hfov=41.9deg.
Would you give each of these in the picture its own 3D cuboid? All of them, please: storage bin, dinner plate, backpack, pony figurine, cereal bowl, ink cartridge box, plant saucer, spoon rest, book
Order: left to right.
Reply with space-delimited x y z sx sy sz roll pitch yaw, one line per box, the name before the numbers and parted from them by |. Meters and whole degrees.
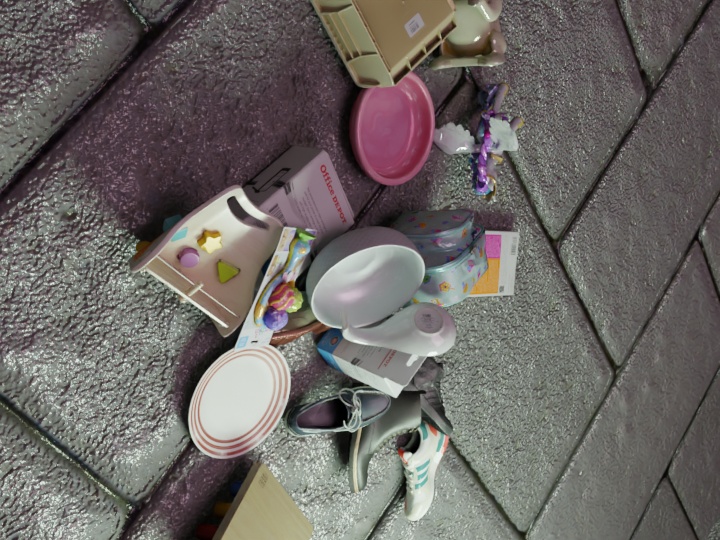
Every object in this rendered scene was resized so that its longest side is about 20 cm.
dinner plate | -0.197 0.208 1.519 0.199 0.024 0.203 -20 120 -39
ink cartridge box | -0.119 -0.082 1.494 0.200 0.084 0.147 -44 128 -29
cereal bowl | 0.000 0.000 1.528 0.198 0.084 0.201 -16 141 -13
ink cartridge box | 0.038 0.139 1.620 0.116 0.199 0.067 -52 141 -22
storage bin | 0.043 -0.436 1.546 0.200 0.093 0.200 -46 121 -28
plant saucer | 0.049 -0.252 1.647 0.199 0.051 0.203 -14 110 -42
spoon rest | 0.061 0.095 1.547 0.197 0.061 0.100 3 57 -12
backpack | 0.125 -0.020 1.664 0.200 0.174 0.155 -56 140 -50
book | 0.252 -0.016 1.916 0.199 0.048 0.135 1 97 -46
pony figurine | 0.243 -0.255 1.791 0.193 0.165 0.202 53 47 -47

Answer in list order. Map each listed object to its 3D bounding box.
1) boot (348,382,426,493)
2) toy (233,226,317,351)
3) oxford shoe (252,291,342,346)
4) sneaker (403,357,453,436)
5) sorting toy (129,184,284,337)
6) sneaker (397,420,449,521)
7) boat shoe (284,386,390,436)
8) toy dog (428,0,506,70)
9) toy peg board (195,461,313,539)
boot | 0.047 0.309 1.715 0.136 0.078 0.203 3 101 -3
toy | -0.114 0.034 1.419 0.115 0.047 0.202 -1 114 -68
oxford shoe | -0.111 0.078 1.570 0.199 0.071 0.075 -15 82 -39
sneaker | 0.135 0.220 1.818 0.200 0.060 0.104 46 75 -16
sorting toy | -0.207 -0.034 1.351 0.180 0.107 0.200 -40 133 8
sneaker | 0.105 0.391 1.862 0.093 0.070 0.202 19 87 -29
boat shoe | -0.033 0.243 1.632 0.198 0.062 0.076 -5 83 -21
toy dog | 0.207 -0.477 1.693 0.193 0.138 0.202 -33 123 -51
toy peg board | -0.197 0.454 1.560 0.201 0.097 0.200 61 43 -36
